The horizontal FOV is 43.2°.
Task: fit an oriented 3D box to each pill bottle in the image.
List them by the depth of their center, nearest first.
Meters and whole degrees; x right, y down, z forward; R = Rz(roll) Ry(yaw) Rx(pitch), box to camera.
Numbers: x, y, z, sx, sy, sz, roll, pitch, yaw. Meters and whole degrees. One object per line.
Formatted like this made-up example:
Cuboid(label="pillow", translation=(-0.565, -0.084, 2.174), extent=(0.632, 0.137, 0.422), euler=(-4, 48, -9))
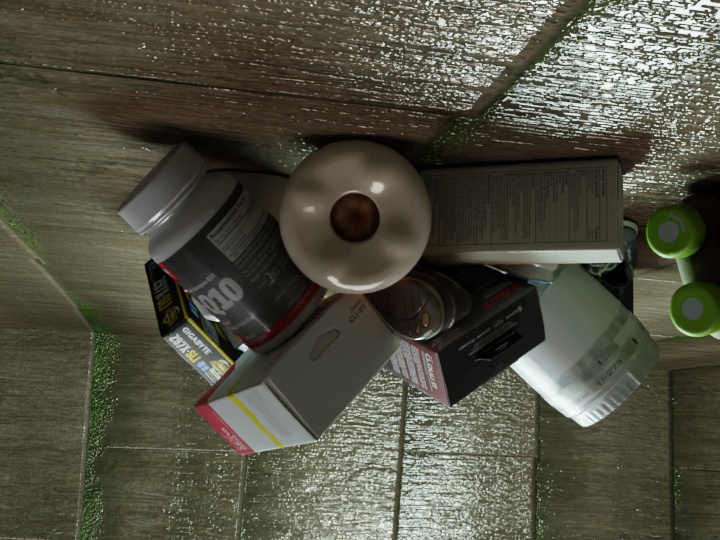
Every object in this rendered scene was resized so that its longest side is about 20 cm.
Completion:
Cuboid(label="pill bottle", translation=(-0.136, -0.023, 0.903), extent=(0.200, 0.114, 0.114), euler=(45, 154, -17))

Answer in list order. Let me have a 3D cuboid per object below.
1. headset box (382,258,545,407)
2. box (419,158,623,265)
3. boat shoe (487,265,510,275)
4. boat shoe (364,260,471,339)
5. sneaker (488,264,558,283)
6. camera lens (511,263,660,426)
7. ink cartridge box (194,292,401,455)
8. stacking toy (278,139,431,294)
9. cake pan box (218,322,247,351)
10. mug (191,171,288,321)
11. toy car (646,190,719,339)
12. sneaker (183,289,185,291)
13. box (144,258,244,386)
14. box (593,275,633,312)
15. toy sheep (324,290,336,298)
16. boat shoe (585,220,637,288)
Cuboid(label="headset box", translation=(0.095, 0.058, 1.012), extent=(0.148, 0.078, 0.200), euler=(-30, -149, -25))
Cuboid(label="box", translation=(0.164, -0.056, 0.926), extent=(0.199, 0.096, 0.078), euler=(1, 171, 20))
Cuboid(label="boat shoe", translation=(0.184, -0.027, 1.166), extent=(0.064, 0.072, 0.200), euler=(-6, 171, -20))
Cuboid(label="boat shoe", translation=(0.043, 0.024, 0.962), extent=(0.073, 0.075, 0.200), euler=(-6, -160, -30))
Cuboid(label="sneaker", translation=(0.132, -0.052, 1.018), extent=(0.199, 0.081, 0.076), euler=(21, -175, 18))
Cuboid(label="camera lens", translation=(0.266, 0.082, 1.190), extent=(0.200, 0.160, 0.160), euler=(43, 170, 4))
Cuboid(label="ink cartridge box", translation=(-0.069, 0.110, 0.952), extent=(0.083, 0.145, 0.200), euler=(49, 149, -9))
Cuboid(label="stacking toy", translation=(-0.003, -0.060, 0.943), extent=(0.145, 0.147, 0.200), euler=(3, -173, 1))
Cuboid(label="cake pan box", translation=(-0.179, 0.043, 1.352), extent=(0.052, 0.185, 0.200), euler=(-34, 162, 5))
Cuboid(label="mug", translation=(-0.118, -0.017, 1.049), extent=(0.186, 0.154, 0.149), euler=(10, 167, -39))
Cuboid(label="toy car", translation=(0.423, -0.026, 0.913), extent=(0.164, 0.159, 0.200), euler=(-4, 166, -46))
Cuboid(label="sneaker", translation=(-0.188, -0.029, 1.163), extent=(0.074, 0.081, 0.200), euler=(-5, -165, 5))
Cuboid(label="box", translation=(-0.224, 0.074, 1.266), extent=(0.160, 0.049, 0.200), euler=(50, -175, -34))
Cuboid(label="box", translation=(0.304, 0.066, 1.373), extent=(0.197, 0.124, 0.200), euler=(-2, -177, 22))
Cuboid(label="toy sheep", translation=(0.000, 0.000, 1.141), extent=(0.137, 0.138, 0.200), euler=(6, 134, -18))
Cuboid(label="boat shoe", translation=(0.319, -0.021, 1.162), extent=(0.072, 0.062, 0.200), euler=(-2, 169, 23))
